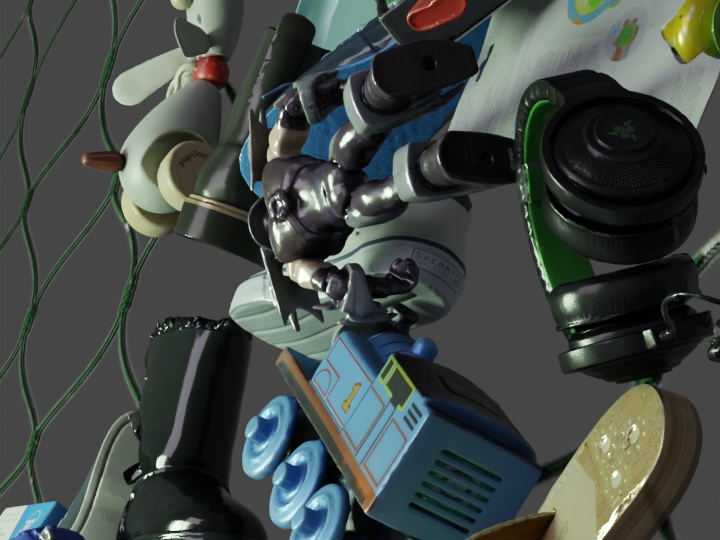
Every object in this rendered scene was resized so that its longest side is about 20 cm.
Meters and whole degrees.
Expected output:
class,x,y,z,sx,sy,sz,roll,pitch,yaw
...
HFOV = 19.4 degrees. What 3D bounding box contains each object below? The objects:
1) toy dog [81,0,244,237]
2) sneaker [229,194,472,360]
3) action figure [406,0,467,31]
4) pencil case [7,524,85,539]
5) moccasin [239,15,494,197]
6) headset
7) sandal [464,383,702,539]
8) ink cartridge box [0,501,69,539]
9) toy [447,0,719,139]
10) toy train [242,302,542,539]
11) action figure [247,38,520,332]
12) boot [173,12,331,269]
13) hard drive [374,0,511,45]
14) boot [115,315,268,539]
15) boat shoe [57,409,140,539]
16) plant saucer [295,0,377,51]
class,x,y,z,sx,sy,sz,roll,pitch,yaw
toy dog,-0.144,-0.120,1.509,0.132,0.096,0.201,-49,31,39
sneaker,0.000,0.000,1.146,0.199,0.073,0.071,-15,45,54
action figure,0.073,-0.204,0.957,0.099,0.065,0.201,-29,26,43
pencil case,-0.158,0.229,1.214,0.200,0.077,0.087,50,141,41
moccasin,0.025,-0.102,1.135,0.199,0.081,0.068,-31,17,16
headset,0.121,-0.010,0.851,0.200,0.093,0.125,-125,24,-63
sandal,0.059,0.128,0.893,0.213,0.069,0.078,-60,25,24
ink cartridge box,-0.256,0.255,1.412,0.201,0.067,0.116,-55,16,-24
toy,0.119,-0.096,0.966,0.200,0.047,0.116,-4,63,62
toy train,0.010,0.088,1.026,0.115,0.086,0.200,-56,23,9
action figure,-0.001,-0.042,1.020,0.200,0.069,0.131,-28,79,58
boot,-0.051,-0.074,1.260,0.200,0.077,0.139,-160,91,-86
hard drive,0.068,-0.190,1.070,0.139,0.038,0.200,-36,22,15
boot,-0.094,0.106,1.254,0.198,0.073,0.164,-27,49,64
boat shoe,-0.171,0.185,1.347,0.062,0.074,0.201,113,175,-65
plant saucer,0.008,-0.164,1.293,0.200,0.027,0.201,-47,33,44
